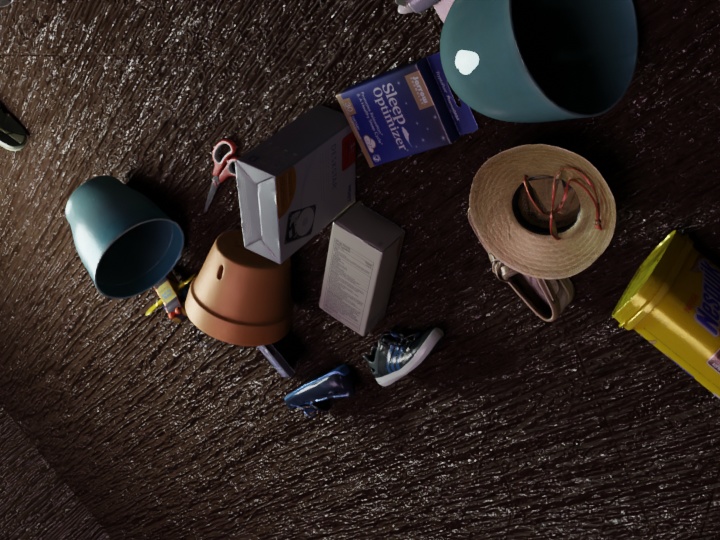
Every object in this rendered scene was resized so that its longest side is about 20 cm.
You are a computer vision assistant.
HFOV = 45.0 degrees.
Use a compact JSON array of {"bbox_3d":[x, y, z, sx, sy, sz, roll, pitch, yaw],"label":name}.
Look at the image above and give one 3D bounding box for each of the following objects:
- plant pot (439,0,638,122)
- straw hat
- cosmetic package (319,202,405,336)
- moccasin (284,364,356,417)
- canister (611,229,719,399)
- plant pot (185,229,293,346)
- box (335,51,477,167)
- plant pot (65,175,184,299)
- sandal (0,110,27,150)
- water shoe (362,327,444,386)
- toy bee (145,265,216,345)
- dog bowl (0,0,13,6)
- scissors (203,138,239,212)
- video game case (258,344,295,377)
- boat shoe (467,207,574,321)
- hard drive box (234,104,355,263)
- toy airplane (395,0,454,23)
[{"bbox_3d":[0.184,-0.260,0.978,0.160,0.200,0.202,-3,119,55],"label":"plant pot"},{"bbox_3d":[0.248,-0.092,1.129,0.199,0.085,0.203,19,130,23],"label":"straw hat"},{"bbox_3d":[0.000,0.000,1.436,0.105,0.071,0.202,33,138,18],"label":"cosmetic package"},{"bbox_3d":[-0.083,0.247,1.698,0.199,0.080,0.069,-33,86,51],"label":"moccasin"},{"bbox_3d":[0.422,0.065,1.049,0.199,0.149,0.087,40,139,7],"label":"canister"},{"bbox_3d":[-0.206,0.021,1.563,0.199,0.199,0.142,30,121,21],"label":"plant pot"},{"bbox_3d":[0.063,-0.225,1.234,0.198,0.032,0.122,-11,113,45],"label":"box"},{"bbox_3d":[-0.485,-0.080,1.734,0.188,0.199,0.202,45,142,26],"label":"plant pot"},{"bbox_3d":[-0.821,-0.333,1.918,0.201,0.080,0.057,46,154,2],"label":"sandal"},{"bbox_3d":[0.065,0.136,1.486,0.079,0.071,0.200,48,140,3],"label":"water shoe"},{"bbox_3d":[-0.376,0.061,1.798,0.199,0.109,0.132,32,94,6],"label":"toy bee"},{"bbox_3d":[-0.675,-0.592,1.591,0.198,0.059,0.202,23,133,27],"label":"dog bowl"},{"bbox_3d":[-0.264,-0.173,1.588,0.073,0.014,0.199,50,141,-6],"label":"scissors"},{"bbox_3d":[-0.205,0.131,1.721,0.201,0.019,0.143,50,168,-2],"label":"video game case"},{"bbox_3d":[0.220,-0.017,1.229,0.200,0.064,0.071,46,140,2],"label":"boat shoe"},{"bbox_3d":[-0.092,-0.134,1.315,0.076,0.200,0.157,23,135,26],"label":"hard drive box"},{"bbox_3d":[0.049,-0.406,1.017,0.199,0.141,0.201,31,137,20],"label":"toy airplane"}]
